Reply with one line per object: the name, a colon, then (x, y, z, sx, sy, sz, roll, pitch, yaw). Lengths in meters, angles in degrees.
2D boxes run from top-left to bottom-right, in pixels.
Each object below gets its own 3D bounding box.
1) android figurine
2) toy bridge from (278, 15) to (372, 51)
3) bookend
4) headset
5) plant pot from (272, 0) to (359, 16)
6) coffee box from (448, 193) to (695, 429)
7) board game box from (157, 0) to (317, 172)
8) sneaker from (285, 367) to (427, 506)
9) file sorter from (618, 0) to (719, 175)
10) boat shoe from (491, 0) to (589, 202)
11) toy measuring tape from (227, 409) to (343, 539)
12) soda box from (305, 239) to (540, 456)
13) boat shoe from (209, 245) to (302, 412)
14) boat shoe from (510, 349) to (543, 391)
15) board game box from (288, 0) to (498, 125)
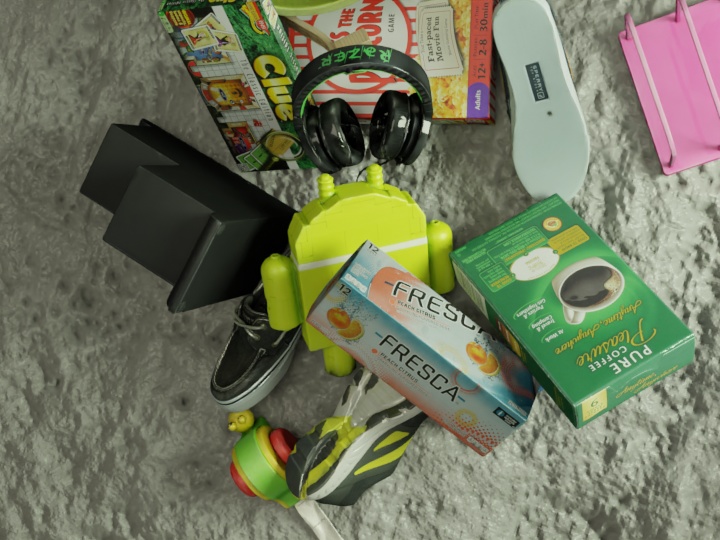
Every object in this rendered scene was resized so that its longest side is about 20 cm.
android figurine: (0.000, 0.000, 1.029, 0.182, 0.041, 0.200, -14, 119, -10)
toy bridge: (-0.052, -0.263, 1.047, 0.067, 0.027, 0.200, -25, 65, 3)
bookend: (-0.187, -0.059, 1.047, 0.199, 0.200, 0.092, 31, 103, 11)
headset: (0.006, -0.113, 1.011, 0.123, 0.200, 0.094, -6, 57, 4)
plant pot: (-0.060, -0.363, 0.987, 0.200, 0.200, 0.190, -19, 51, 13)
coffee box: (0.177, 0.030, 0.969, 0.123, 0.044, 0.200, -29, 51, -11)
board game box: (-0.100, -0.170, 1.042, 0.105, 0.200, 0.023, -4, 48, 21)
sneaker: (0.018, 0.144, 1.060, 0.200, 0.085, 0.075, -42, 51, 6)
file sorter: (0.337, -0.183, 0.958, 0.200, 0.125, 0.139, -18, 86, 13)
boat shoe: (0.168, -0.166, 1.035, 0.071, 0.091, 0.201, -8, 114, 14)
toy measuring tape: (-0.069, 0.217, 1.086, 0.074, 0.074, 0.200, -37, 81, 11)
soda box: (0.055, 0.067, 0.966, 0.200, 0.064, 0.068, 38, 131, -4)
boat shoe: (-0.091, 0.044, 1.084, 0.072, 0.071, 0.200, 35, 92, 36)
boat shoe: (0.163, 0.070, 1.023, 0.200, 0.084, 0.069, -33, 79, 10)
board game box: (0.031, -0.217, 1.076, 0.199, 0.046, 0.152, 1, 89, 15)
